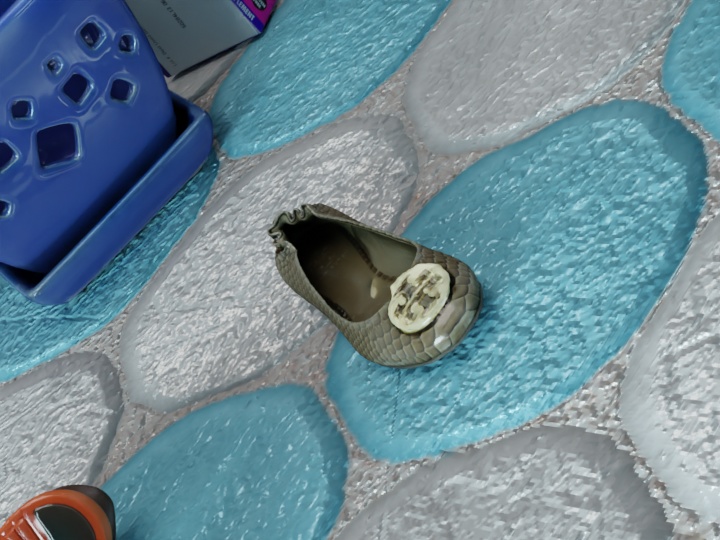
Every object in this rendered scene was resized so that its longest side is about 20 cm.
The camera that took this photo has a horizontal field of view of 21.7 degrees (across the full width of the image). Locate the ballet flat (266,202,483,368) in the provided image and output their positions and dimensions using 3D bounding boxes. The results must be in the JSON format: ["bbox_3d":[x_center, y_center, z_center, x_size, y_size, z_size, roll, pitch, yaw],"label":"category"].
[{"bbox_3d":[0.000,0.000,0.986,0.067,0.046,0.200,-47,28,-6],"label":"ballet flat"}]

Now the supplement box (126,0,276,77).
[{"bbox_3d":[-0.111,-0.260,1.429,0.103,0.101,0.201,-20,36,35],"label":"supplement box"}]

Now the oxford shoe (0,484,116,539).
[{"bbox_3d":[-0.197,0.191,0.977,0.200,0.071,0.073,-43,-1,6],"label":"oxford shoe"}]

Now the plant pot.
[{"bbox_3d":[-0.226,-0.099,1.270,0.200,0.180,0.200,-47,29,-8],"label":"plant pot"}]
